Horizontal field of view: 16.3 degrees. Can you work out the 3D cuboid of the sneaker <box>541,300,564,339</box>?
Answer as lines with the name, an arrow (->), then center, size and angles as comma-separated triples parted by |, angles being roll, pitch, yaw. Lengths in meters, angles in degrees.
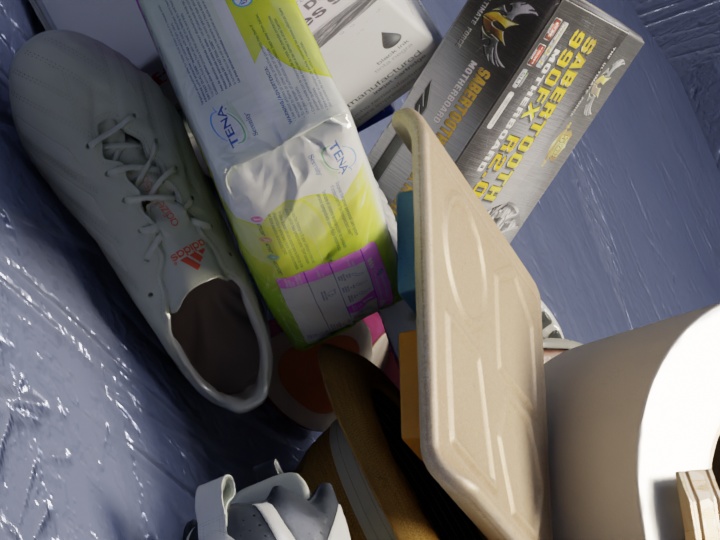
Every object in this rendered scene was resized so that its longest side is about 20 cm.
sneaker -> 0.113, 0.071, 1.756 | 0.085, 0.074, 0.201 | -107, 173, -57

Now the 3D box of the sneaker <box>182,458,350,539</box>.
sneaker -> -0.016, 0.150, 1.090 | 0.199, 0.079, 0.130 | 30, 42, -47

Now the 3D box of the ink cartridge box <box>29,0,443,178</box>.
ink cartridge box -> -0.060, -0.129, 1.314 | 0.084, 0.146, 0.200 | 60, 13, 23

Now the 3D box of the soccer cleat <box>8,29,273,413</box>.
soccer cleat -> -0.093, -0.022, 1.155 | 0.201, 0.069, 0.078 | 60, -4, -23

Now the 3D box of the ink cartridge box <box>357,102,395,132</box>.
ink cartridge box -> -0.070, -0.150, 1.439 | 0.200, 0.094, 0.044 | 53, 16, -33

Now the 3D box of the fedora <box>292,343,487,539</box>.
fedora -> 0.010, 0.132, 1.199 | 0.201, 0.082, 0.201 | 56, 8, -12

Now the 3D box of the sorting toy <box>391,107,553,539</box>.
sorting toy -> 0.053, 0.048, 1.200 | 0.185, 0.036, 0.201 | 51, 28, -57

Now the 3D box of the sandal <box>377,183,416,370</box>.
sandal -> -0.003, -0.004, 1.280 | 0.082, 0.050, 0.203 | 50, 12, -52

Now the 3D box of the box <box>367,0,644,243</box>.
box -> 0.066, -0.070, 1.413 | 0.048, 0.200, 0.158 | 37, 10, 21

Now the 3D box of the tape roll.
tape roll -> 0.181, 0.124, 1.313 | 0.202, 0.139, 0.204 | 8, 74, -30

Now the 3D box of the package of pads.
package of pads -> -0.044, -0.066, 1.161 | 0.200, 0.068, 0.155 | 70, -5, -63

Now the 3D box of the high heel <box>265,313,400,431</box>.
high heel -> -0.028, 0.036, 1.358 | 0.096, 0.068, 0.200 | 28, 15, 29

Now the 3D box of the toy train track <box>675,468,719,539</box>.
toy train track -> 0.144, 0.150, 1.168 | 0.199, 0.032, 0.115 | -1, 79, -38

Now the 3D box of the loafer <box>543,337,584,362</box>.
loafer -> 0.123, 0.089, 1.560 | 0.200, 0.072, 0.063 | 34, 38, -68
